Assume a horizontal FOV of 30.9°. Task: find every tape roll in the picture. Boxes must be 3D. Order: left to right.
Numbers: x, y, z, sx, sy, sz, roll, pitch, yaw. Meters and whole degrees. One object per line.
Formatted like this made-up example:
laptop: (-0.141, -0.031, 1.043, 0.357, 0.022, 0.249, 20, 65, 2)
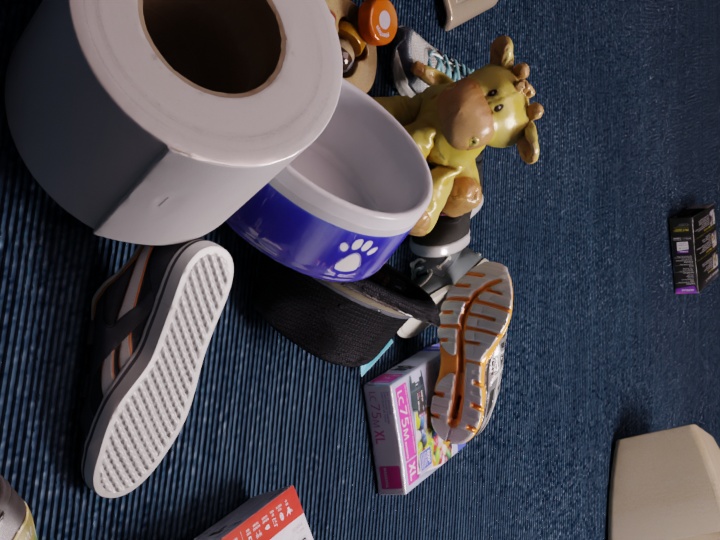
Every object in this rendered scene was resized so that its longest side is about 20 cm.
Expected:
tape roll: (-0.130, -0.136, 0.903, 0.200, 0.139, 0.206, 14, 62, -28)

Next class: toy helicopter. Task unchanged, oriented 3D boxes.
toy helicopter: (-0.053, -0.214, 1.246, 0.199, 0.078, 0.134, 14, 82, -50)

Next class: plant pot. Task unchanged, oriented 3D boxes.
plant pot: (0.506, 0.356, 2.107, 0.199, 0.197, 0.180, 28, 50, -58)

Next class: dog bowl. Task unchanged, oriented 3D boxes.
dog bowl: (-0.040, -0.088, 1.105, 0.198, 0.079, 0.201, 26, 33, -18)

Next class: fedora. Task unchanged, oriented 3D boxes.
fedora: (-0.027, 0.027, 1.186, 0.092, 0.200, 0.200, -60, 152, 8)

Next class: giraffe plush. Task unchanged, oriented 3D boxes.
giraffe plush: (0.108, -0.149, 1.352, 0.173, 0.161, 0.200, 52, 56, -14)

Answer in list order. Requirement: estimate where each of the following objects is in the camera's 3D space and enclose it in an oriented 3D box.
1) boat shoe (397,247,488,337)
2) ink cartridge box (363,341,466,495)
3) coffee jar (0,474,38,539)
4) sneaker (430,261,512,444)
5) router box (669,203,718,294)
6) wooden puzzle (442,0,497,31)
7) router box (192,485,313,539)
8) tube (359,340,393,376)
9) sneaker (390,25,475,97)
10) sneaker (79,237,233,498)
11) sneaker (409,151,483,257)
boat shoe: (0.079, 0.017, 1.477, 0.062, 0.073, 0.199, 43, 36, 12)
ink cartridge box: (0.069, 0.157, 1.441, 0.200, 0.041, 0.121, -24, 108, -63)
coffee jar: (-0.226, 0.219, 0.814, 0.105, 0.084, 0.202, -57, 136, -44)
sneaker: (0.125, 0.090, 1.433, 0.077, 0.077, 0.203, 22, 82, -65)
router box: (0.666, -0.045, 2.598, 0.199, 0.050, 0.152, -20, 106, -61)
wooden puzzle: (0.129, -0.417, 1.635, 0.185, 0.037, 0.203, -40, 121, -58)
router box: (-0.082, 0.293, 1.056, 0.200, 0.048, 0.182, -24, 94, -67)
tube: (0.000, 0.000, 1.329, 0.077, 0.050, 0.203, -38, 125, -49)
sneaker: (0.100, -0.220, 1.499, 0.200, 0.085, 0.079, 43, 49, -52)
sneaker: (-0.165, 0.065, 0.975, 0.078, 0.079, 0.202, 26, 87, -53)
sneaker: (0.096, -0.091, 1.480, 0.200, 0.070, 0.101, -57, 146, -58)
